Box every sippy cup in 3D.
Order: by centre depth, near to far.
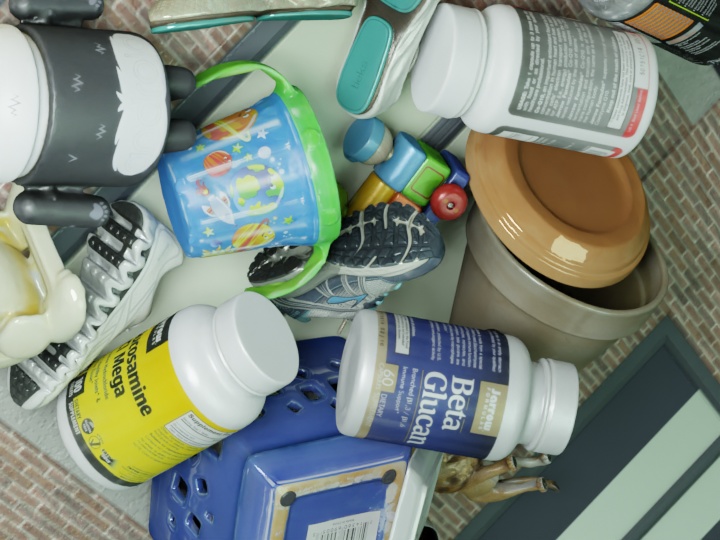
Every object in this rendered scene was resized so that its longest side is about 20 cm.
[{"bbox_3d":[-0.098,-0.073,1.570,0.129,0.179,0.140,-17,162,-12],"label":"sippy cup"}]

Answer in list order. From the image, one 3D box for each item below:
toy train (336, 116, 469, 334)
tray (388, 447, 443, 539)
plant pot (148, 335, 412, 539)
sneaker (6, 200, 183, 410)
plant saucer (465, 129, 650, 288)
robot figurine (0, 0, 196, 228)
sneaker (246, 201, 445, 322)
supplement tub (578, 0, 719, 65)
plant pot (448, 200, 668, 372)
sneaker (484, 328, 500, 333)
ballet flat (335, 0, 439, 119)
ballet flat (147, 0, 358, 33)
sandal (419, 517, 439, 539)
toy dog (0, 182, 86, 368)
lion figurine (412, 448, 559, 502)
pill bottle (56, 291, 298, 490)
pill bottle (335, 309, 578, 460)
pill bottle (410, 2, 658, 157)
[{"bbox_3d":[-0.003,-0.040,1.696,0.115,0.085,0.201,31,106,-27],"label":"toy train"},{"bbox_3d":[0.049,0.207,1.672,0.022,0.200,0.109,16,98,6],"label":"tray"},{"bbox_3d":[-0.066,0.196,1.724,0.198,0.180,0.202,-8,122,-31],"label":"plant pot"},{"bbox_3d":[-0.223,0.040,1.590,0.201,0.075,0.081,-52,143,5],"label":"sneaker"},{"bbox_3d":[0.189,-0.079,1.721,0.198,0.202,0.037,-1,151,-35],"label":"plant saucer"},{"bbox_3d":[-0.226,-0.126,1.443,0.198,0.151,0.125,-1,141,-36],"label":"robot figurine"},{"bbox_3d":[0.000,0.000,1.650,0.086,0.198,0.078,51,47,-33],"label":"sneaker"},{"bbox_3d":[0.274,-0.270,1.705,0.199,0.122,0.123,17,107,-41],"label":"supplement tub"},{"bbox_3d":[0.170,0.030,1.796,0.198,0.201,0.174,-2,135,-34],"label":"plant pot"},{"bbox_3d":[0.055,0.097,1.764,0.199,0.092,0.076,-36,160,35],"label":"sneaker"},{"bbox_3d":[0.037,-0.224,1.615,0.069,0.069,0.201,5,119,-37],"label":"ballet flat"},{"bbox_3d":[-0.091,-0.230,1.525,0.198,0.067,0.063,-10,96,-35],"label":"ballet flat"},{"bbox_3d":[0.044,0.281,1.852,0.059,0.207,0.080,35,98,-7],"label":"sandal"},{"bbox_3d":[-0.344,0.021,1.464,0.198,0.141,0.194,-11,160,-32],"label":"toy dog"},{"bbox_3d":[0.120,0.209,1.937,0.121,0.073,0.200,-20,145,21],"label":"lion figurine"},{"bbox_3d":[-0.153,0.099,1.591,0.199,0.113,0.112,-30,140,26],"label":"pill bottle"},{"bbox_3d":[0.085,0.104,1.635,0.198,0.111,0.112,10,115,-9],"label":"pill bottle"},{"bbox_3d":[0.153,-0.172,1.660,0.198,0.114,0.115,9,114,-20],"label":"pill bottle"}]
